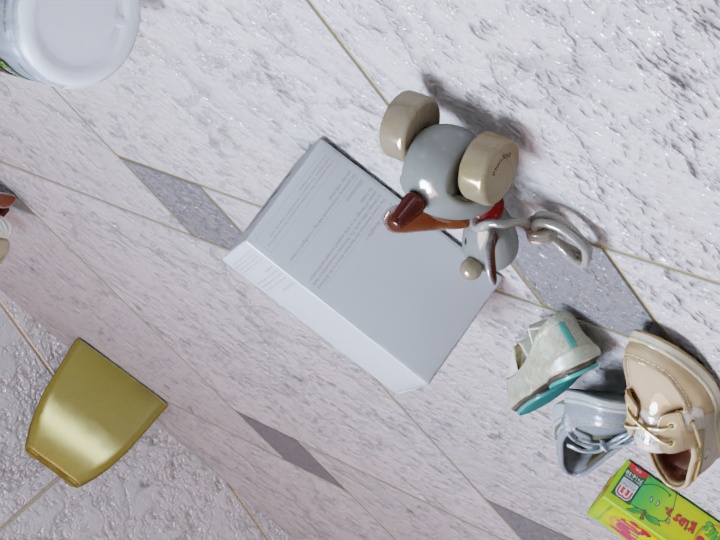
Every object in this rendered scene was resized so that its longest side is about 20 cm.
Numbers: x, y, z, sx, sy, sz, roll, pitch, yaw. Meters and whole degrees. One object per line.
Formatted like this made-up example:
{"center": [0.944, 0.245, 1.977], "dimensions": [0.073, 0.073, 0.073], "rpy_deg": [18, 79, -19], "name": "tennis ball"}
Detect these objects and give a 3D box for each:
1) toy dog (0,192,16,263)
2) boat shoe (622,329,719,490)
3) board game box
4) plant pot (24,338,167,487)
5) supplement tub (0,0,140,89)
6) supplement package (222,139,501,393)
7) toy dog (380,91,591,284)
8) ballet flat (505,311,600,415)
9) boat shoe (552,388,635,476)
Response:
{"center": [-0.516, -0.090, 2.691], "dimensions": [0.132, 0.096, 0.200], "rpy_deg": [39, 150, -2], "name": "toy dog"}
{"center": [0.251, 0.120, 1.605], "dimensions": [0.074, 0.069, 0.200], "rpy_deg": [25, 162, 36], "name": "boat shoe"}
{"center": [0.325, 0.271, 1.944], "dimensions": [0.200, 0.048, 0.102], "rpy_deg": [34, 165, 7], "name": "board game box"}
{"center": [-0.478, 0.264, 3.420], "dimensions": [0.194, 0.200, 0.196], "rpy_deg": [37, 166, -4], "name": "plant pot"}
{"center": [-0.282, -0.223, 1.645], "dimensions": [0.200, 0.123, 0.123], "rpy_deg": [18, 157, 49], "name": "supplement tub"}
{"center": [0.000, 0.000, 1.709], "dimensions": [0.200, 0.117, 0.117], "rpy_deg": [38, 165, -6], "name": "supplement package"}
{"center": [0.069, -0.038, 1.446], "dimensions": [0.132, 0.096, 0.200], "rpy_deg": [20, 158, 47], "name": "toy dog"}
{"center": [0.164, 0.077, 1.721], "dimensions": [0.062, 0.067, 0.200], "rpy_deg": [63, 164, 9], "name": "ballet flat"}
{"center": [0.207, 0.141, 1.731], "dimensions": [0.074, 0.065, 0.202], "rpy_deg": [5, 169, -6], "name": "boat shoe"}
